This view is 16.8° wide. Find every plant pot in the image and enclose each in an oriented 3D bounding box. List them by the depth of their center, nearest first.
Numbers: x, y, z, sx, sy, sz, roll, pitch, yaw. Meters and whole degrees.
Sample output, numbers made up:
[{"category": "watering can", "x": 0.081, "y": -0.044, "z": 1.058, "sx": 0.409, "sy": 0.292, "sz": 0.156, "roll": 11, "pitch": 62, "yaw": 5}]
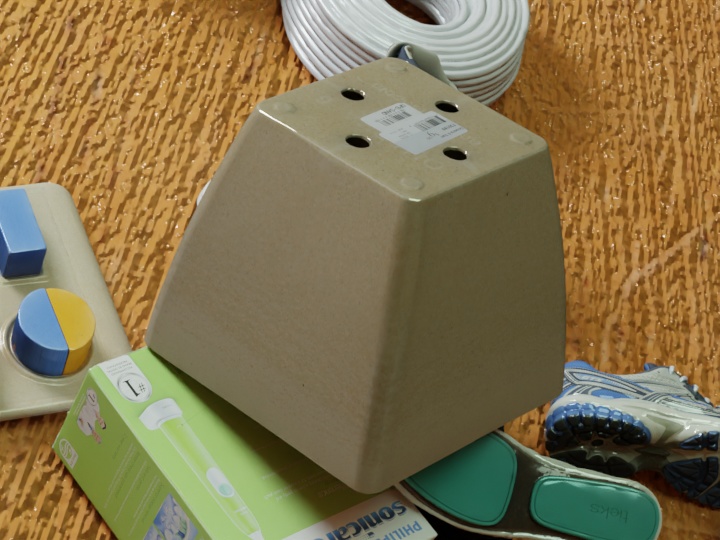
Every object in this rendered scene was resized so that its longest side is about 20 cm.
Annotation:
[{"category": "plant pot", "x": 0.011, "y": -0.015, "z": 1.503, "sx": 0.199, "sy": 0.178, "sz": 0.199, "roll": 31, "pitch": 36, "yaw": 31}]

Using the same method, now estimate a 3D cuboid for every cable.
[{"category": "cable", "x": 0.037, "y": -0.203, "z": 1.919, "sx": 0.198, "sy": 0.069, "sz": 0.201, "roll": 15, "pitch": 45, "yaw": -15}]

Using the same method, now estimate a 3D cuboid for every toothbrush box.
[{"category": "toothbrush box", "x": -0.074, "y": 0.138, "z": 1.534, "sx": 0.145, "sy": 0.086, "sz": 0.200, "roll": -21, "pitch": 61, "yaw": -41}]

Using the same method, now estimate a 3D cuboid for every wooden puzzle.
[{"category": "wooden puzzle", "x": -0.249, "y": 0.014, "z": 1.589, "sx": 0.199, "sy": 0.046, "sz": 0.186, "roll": -4, "pitch": 52, "yaw": -30}]

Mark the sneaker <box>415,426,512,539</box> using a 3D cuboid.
[{"category": "sneaker", "x": 0.070, "y": 0.106, "z": 1.619, "sx": 0.072, "sy": 0.112, "sz": 0.201, "roll": 5, "pitch": 48, "yaw": -21}]

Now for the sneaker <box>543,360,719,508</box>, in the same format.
[{"category": "sneaker", "x": 0.225, "y": 0.105, "z": 1.729, "sx": 0.198, "sy": 0.077, "sz": 0.086, "roll": 15, "pitch": 41, "yaw": -15}]

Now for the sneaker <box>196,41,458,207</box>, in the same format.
[{"category": "sneaker", "x": -0.014, "y": -0.092, "z": 1.738, "sx": 0.201, "sy": 0.147, "sz": 0.077, "roll": -13, "pitch": 59, "yaw": -34}]

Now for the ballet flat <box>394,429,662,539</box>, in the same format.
[{"category": "ballet flat", "x": 0.094, "y": 0.140, "z": 1.555, "sx": 0.199, "sy": 0.070, "sz": 0.070, "roll": 18, "pitch": 44, "yaw": -11}]
